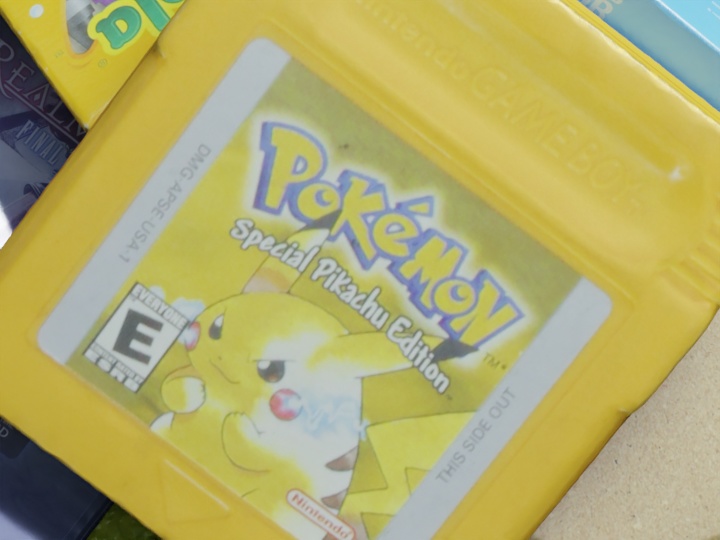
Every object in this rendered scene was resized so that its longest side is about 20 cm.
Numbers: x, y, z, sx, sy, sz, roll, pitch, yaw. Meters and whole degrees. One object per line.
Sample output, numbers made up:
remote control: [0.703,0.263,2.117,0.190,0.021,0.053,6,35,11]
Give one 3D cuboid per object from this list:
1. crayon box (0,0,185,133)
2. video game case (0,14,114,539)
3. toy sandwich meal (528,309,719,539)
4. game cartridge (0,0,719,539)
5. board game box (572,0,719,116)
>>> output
crayon box: [-0.062,-0.117,0.891,0.126,0.052,0.200,-37,64,-2]
video game case: [-0.107,-0.007,0.933,0.143,0.019,0.200,38,74,-4]
toy sandwich meal: [0.082,0.016,0.897,0.205,0.070,0.205,0,86,-4]
game cartridge: [0.000,0.000,0.825,0.176,0.032,0.200,37,105,-3]
board game box: [0.089,-0.148,0.882,0.153,0.040,0.200,38,47,-5]
